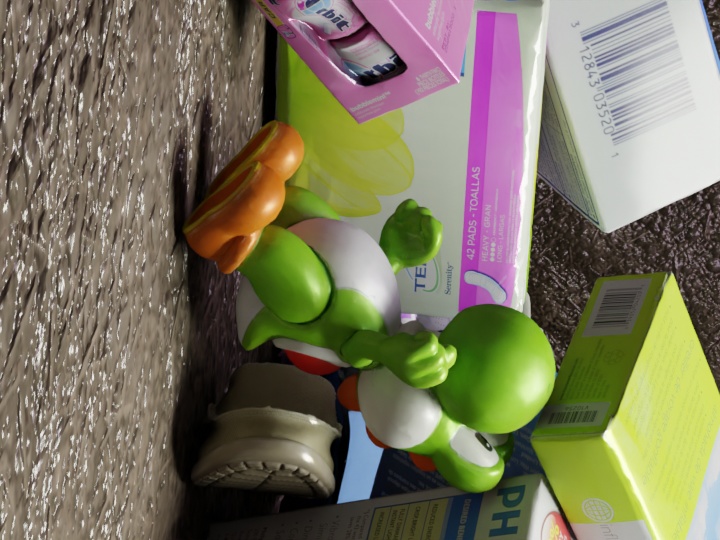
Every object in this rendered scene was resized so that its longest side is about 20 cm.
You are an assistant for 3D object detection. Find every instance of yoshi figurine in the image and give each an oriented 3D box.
[{"bbox_3d":[0.018,0.015,0.983,0.112,0.200,0.112,-48,-167,-18],"label":"yoshi figurine"}]

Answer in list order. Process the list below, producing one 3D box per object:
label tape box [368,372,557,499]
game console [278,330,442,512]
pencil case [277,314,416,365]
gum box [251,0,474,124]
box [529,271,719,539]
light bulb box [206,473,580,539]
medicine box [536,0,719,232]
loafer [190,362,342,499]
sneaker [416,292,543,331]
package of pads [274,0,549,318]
[{"bbox_3d":[0.073,0.153,1.169,0.066,0.143,0.201,-1,111,-45],"label":"label tape box"},{"bbox_3d":[0.007,0.153,1.256,0.118,0.170,0.201,38,-58,45],"label":"game console"},{"bbox_3d":[0.000,0.000,1.370,0.086,0.084,0.201,46,36,-33],"label":"pencil case"},{"bbox_3d":[0.005,-0.182,1.061,0.114,0.066,0.201,45,39,-33],"label":"gum box"},{"bbox_3d":[0.157,0.115,1.062,0.201,0.047,0.122,63,37,-31],"label":"box"},{"bbox_3d":[0.015,0.225,1.028,0.125,0.199,0.199,52,37,-40],"label":"light bulb box"},{"bbox_3d":[0.136,-0.150,1.290,0.200,0.102,0.183,-126,-166,-66],"label":"medicine box"},{"bbox_3d":[-0.047,0.082,1.077,0.200,0.075,0.069,118,-23,-82],"label":"loafer"},{"bbox_3d":[0.071,0.022,1.414,0.200,0.078,0.100,47,-55,43],"label":"sneaker"},{"bbox_3d":[0.024,-0.072,1.181,0.068,0.153,0.201,-69,162,-65],"label":"package of pads"}]
